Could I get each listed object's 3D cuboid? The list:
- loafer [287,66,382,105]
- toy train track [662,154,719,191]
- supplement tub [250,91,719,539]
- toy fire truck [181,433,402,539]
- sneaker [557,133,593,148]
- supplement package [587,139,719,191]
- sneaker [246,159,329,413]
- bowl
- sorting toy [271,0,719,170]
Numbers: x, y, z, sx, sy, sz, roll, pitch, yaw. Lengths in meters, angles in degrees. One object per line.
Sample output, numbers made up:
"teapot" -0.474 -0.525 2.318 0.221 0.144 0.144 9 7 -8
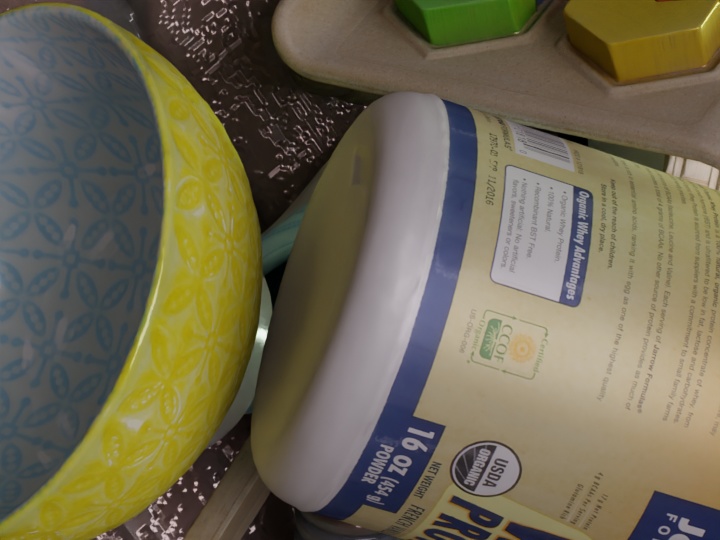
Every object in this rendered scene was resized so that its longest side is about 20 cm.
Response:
"loafer" 0.032 -0.152 1.113 0.067 0.076 0.200 29 79 -32
"toy train track" 0.172 -0.073 1.008 0.200 0.033 0.115 11 80 -10
"supplement tub" 0.077 0.034 0.925 0.200 0.144 0.145 18 82 -11
"toy fire truck" -0.002 0.105 1.040 0.200 0.129 0.176 -7 121 -21
"sneaker" 0.107 -0.018 1.160 0.078 0.075 0.200 -2 83 -20
"supplement package" 0.166 0.010 1.075 0.117 0.117 0.200 -5 85 -12
"sneaker" 0.000 0.000 1.088 0.200 0.082 0.074 -39 109 -23
"bowl" -0.096 0.016 0.983 0.108 0.200 0.201 22 80 -41
"sorting toy" 0.093 -0.118 0.984 0.185 0.200 0.037 -51 144 -33
